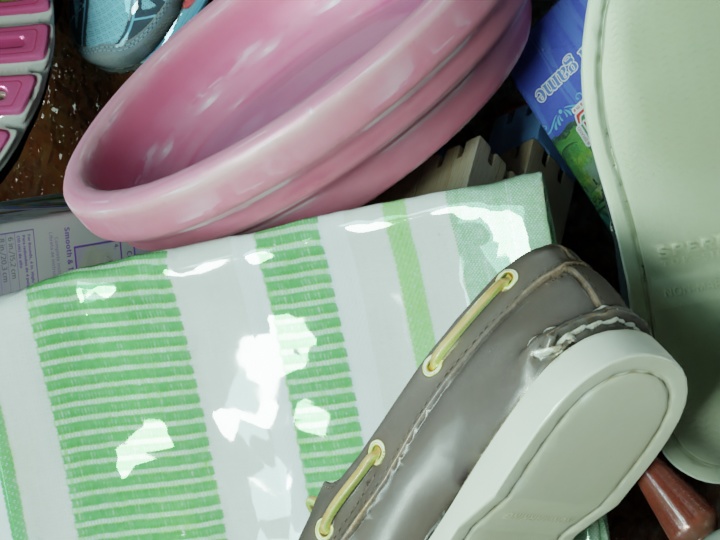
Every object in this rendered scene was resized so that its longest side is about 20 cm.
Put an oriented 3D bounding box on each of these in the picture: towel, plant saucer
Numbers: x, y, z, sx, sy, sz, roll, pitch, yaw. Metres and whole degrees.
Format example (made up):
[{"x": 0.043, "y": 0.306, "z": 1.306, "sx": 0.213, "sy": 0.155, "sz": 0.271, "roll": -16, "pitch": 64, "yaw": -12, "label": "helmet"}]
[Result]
[{"x": -0.025, "y": 0.062, "z": 0.705, "sx": 0.199, "sy": 0.023, "sz": 0.153, "roll": -11, "pitch": 96, "yaw": 10, "label": "towel"}, {"x": -0.014, "y": -0.070, "z": 0.787, "sx": 0.200, "sy": 0.201, "sz": 0.051, "roll": -20, "pitch": 117, "yaw": 39, "label": "plant saucer"}]

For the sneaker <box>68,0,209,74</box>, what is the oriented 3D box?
[{"x": -0.103, "y": -0.179, "z": 0.887, "sx": 0.079, "sy": 0.095, "sz": 0.201, "roll": 21, "pitch": 108, "yaw": 37, "label": "sneaker"}]

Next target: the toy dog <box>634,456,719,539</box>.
[{"x": 0.125, "y": 0.119, "z": 0.677, "sx": 0.096, "sy": 0.132, "sz": 0.200, "roll": 54, "pitch": 159, "yaw": 33, "label": "toy dog"}]

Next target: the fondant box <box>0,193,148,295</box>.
[{"x": -0.140, "y": 0.003, "z": 0.870, "sx": 0.144, "sy": 0.200, "sz": 0.058, "roll": -1, "pitch": 98, "yaw": 39, "label": "fondant box"}]

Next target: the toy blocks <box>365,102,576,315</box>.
[{"x": 0.000, "y": 0.000, "z": 0.802, "sx": 0.200, "sy": 0.137, "sz": 0.100, "roll": -25, "pitch": 122, "yaw": 34, "label": "toy blocks"}]

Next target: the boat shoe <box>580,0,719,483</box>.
[{"x": 0.111, "y": -0.037, "z": 0.693, "sx": 0.074, "sy": 0.066, "sz": 0.200, "roll": -9, "pitch": 99, "yaw": 8, "label": "boat shoe"}]

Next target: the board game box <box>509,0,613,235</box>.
[{"x": 0.167, "y": -0.054, "z": 0.713, "sx": 0.200, "sy": 0.041, "sz": 0.200, "roll": -45, "pitch": 68, "yaw": 34, "label": "board game box"}]

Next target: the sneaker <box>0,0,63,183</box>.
[{"x": -0.161, "y": -0.107, "z": 0.928, "sx": 0.088, "sy": 0.073, "sz": 0.201, "roll": 94, "pitch": 177, "yaw": -65, "label": "sneaker"}]

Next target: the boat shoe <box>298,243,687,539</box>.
[{"x": 0.016, "y": 0.081, "z": 0.661, "sx": 0.200, "sy": 0.072, "sz": 0.060, "roll": -54, "pitch": 47, "yaw": 22, "label": "boat shoe"}]
